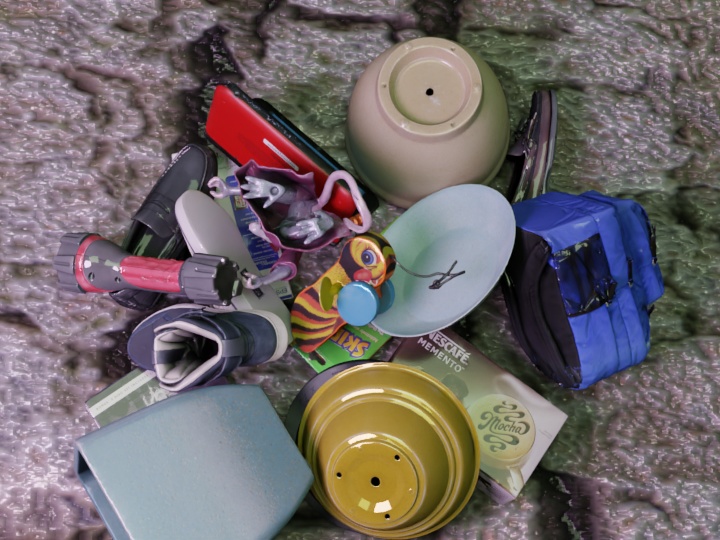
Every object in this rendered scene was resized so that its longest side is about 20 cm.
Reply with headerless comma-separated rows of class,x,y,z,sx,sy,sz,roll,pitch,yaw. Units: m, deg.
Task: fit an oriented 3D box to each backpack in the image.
backpack,0.251,0.022,1.561,0.166,0.162,0.202,-18,106,-11

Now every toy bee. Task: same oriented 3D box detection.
toy bee,0.000,0.000,1.506,0.198,0.131,0.110,-28,90,3

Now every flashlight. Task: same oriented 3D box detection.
flashlight,-0.227,-0.001,1.477,0.198,0.069,0.068,6,32,26

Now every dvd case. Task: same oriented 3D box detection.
dvd case,-0.191,0.189,1.553,0.148,0.016,0.201,-33,82,-13

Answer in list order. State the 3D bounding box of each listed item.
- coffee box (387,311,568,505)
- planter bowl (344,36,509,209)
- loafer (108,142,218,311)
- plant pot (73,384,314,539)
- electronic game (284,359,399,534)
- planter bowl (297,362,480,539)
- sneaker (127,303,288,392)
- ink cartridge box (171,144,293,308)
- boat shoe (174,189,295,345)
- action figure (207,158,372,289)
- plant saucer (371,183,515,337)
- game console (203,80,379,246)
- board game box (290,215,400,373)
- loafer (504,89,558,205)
coffee box,0.115,0.154,1.567,0.199,0.080,0.113,37,74,4
planter bowl,0.079,-0.186,1.612,0.197,0.135,0.203,0,73,0
loafer,-0.219,-0.051,1.559,0.068,0.070,0.202,25,89,24
plant pot,-0.162,0.224,1.446,0.199,0.196,0.198,-30,81,-18
electronic game,0.011,0.193,1.520,0.197,0.042,0.203,3,107,11
planter bowl,0.022,0.205,1.455,0.198,0.084,0.203,3,107,11
sneaker,-0.196,0.080,1.462,0.200,0.146,0.078,-7,94,32
ink cartridge box,-0.148,-0.047,1.611,0.098,0.039,0.202,-12,76,-10
boat shoe,-0.149,0.008,1.537,0.201,0.065,0.072,54,35,-6
action figure,-0.079,-0.064,1.490,0.147,0.200,0.135,-20,83,-5
plant saucer,0.092,-0.003,1.545,0.039,0.200,0.202,45,69,-39
game console,-0.064,-0.138,1.566,0.199,0.173,0.119,40,64,5
board game box,0.007,0.038,1.613,0.096,0.030,0.200,45,72,6
loafer,0.196,-0.122,1.659,0.062,0.072,0.203,7,77,-1
